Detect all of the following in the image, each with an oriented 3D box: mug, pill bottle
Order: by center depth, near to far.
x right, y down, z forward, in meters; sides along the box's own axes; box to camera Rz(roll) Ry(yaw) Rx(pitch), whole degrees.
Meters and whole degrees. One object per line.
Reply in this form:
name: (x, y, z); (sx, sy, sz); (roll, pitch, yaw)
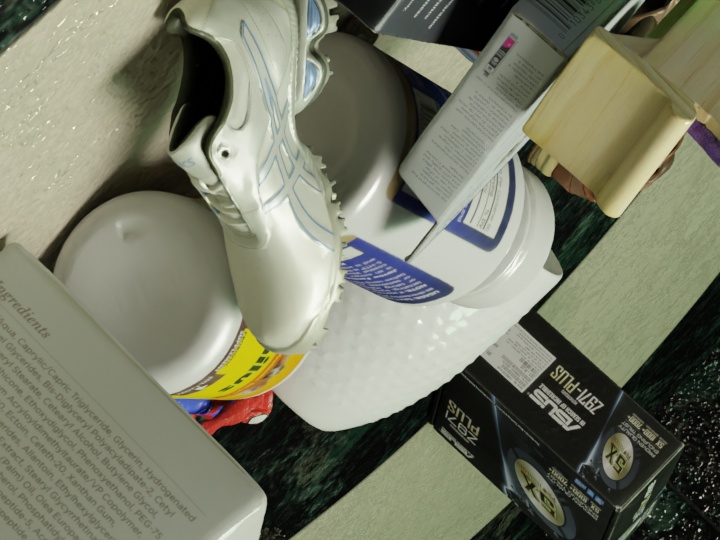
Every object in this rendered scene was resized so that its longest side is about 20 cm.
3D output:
pill bottle: (-0.087, 0.017, 1.639); (0.109, 0.109, 0.200); (-49, 166, 9)
pill bottle: (0.021, -0.046, 1.644); (0.120, 0.120, 0.200); (-49, 144, 10)
mug: (0.000, 0.000, 1.821); (0.175, 0.148, 0.200); (-43, 142, 10)

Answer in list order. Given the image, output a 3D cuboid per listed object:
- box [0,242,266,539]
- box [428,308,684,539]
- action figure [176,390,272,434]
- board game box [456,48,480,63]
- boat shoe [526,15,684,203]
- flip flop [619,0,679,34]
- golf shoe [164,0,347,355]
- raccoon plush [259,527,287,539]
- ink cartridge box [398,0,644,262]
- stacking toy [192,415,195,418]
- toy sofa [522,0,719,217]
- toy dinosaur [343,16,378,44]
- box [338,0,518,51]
box: (-0.178, 0.139, 1.524); (0.171, 0.200, 0.199); (-38, 163, -24)
box: (0.163, 0.139, 2.521); (0.086, 0.200, 0.164); (-43, 166, -20)
action figure: (-0.109, 0.074, 1.754); (0.200, 0.065, 0.052); (7, 100, -58)
board game box: (0.136, -0.212, 1.772); (0.200, 0.062, 0.200); (-28, 157, -53)
boat shoe: (0.148, -0.082, 1.629); (0.072, 0.068, 0.200); (-48, 177, -15)
flip flop: (0.150, -0.145, 1.674); (0.081, 0.058, 0.200); (-15, 166, -38)
golf shoe: (-0.063, -0.051, 1.484); (0.097, 0.078, 0.201); (-16, 106, -43)
raccoon plush: (-0.145, 0.192, 2.082); (0.200, 0.134, 0.097); (-15, -148, 49)
ink cartridge box: (0.100, -0.118, 1.534); (0.196, 0.043, 0.200); (-46, 177, -39)
stacking toy: (-0.135, 0.130, 1.882); (0.085, 0.085, 0.200); (-39, 160, -28)
toy sofa: (0.176, -0.109, 1.455); (0.200, 0.098, 0.083); (-46, 176, -41)
toy dinosaur: (0.067, -0.180, 1.649); (0.199, 0.061, 0.106); (-24, 169, 6)
box: (0.047, -0.197, 1.457); (0.148, 0.104, 0.200); (-50, 166, 12)
